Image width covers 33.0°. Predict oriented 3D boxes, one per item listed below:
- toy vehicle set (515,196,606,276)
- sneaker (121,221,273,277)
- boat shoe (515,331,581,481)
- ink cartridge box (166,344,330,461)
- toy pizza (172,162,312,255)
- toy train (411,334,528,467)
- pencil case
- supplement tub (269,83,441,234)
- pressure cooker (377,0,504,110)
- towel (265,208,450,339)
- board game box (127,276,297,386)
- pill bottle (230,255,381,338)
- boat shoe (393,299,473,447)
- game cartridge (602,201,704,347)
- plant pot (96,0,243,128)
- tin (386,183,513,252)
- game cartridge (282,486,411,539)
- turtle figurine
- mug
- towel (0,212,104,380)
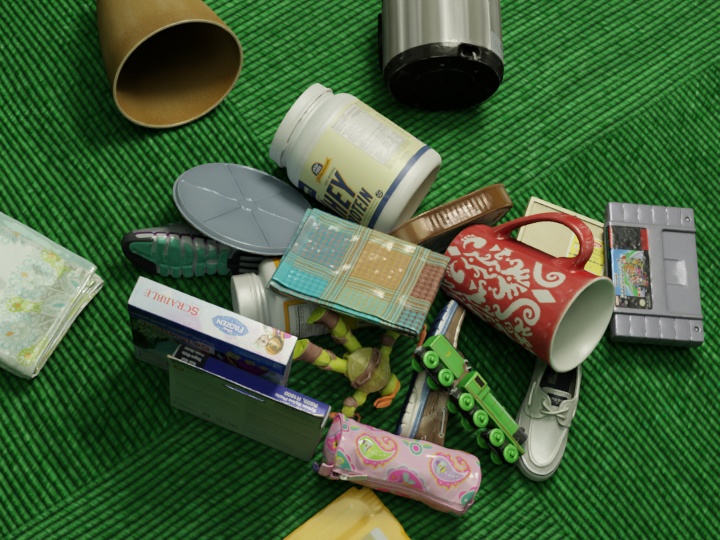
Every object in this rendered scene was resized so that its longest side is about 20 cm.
[{"bbox_3d":[0.310,-0.011,1.687,0.199,0.027,0.125,22,66,2],"label":"toy vehicle set"},{"bbox_3d":[-0.216,-0.041,1.620,0.199,0.075,0.088,6,48,-12],"label":"sneaker"},{"bbox_3d":[0.245,0.172,1.580,0.073,0.065,0.201,12,66,-2],"label":"boat shoe"},{"bbox_3d":[-0.135,0.154,1.465,0.199,0.200,0.041,22,66,2],"label":"ink cartridge box"},{"bbox_3d":[-0.152,-0.076,1.604,0.200,0.032,0.200,16,33,-11],"label":"toy pizza"},{"bbox_3d":[0.141,0.163,1.531,0.200,0.042,0.056,49,61,-10],"label":"toy train"},{"bbox_3d":[0.047,0.243,1.502,0.199,0.087,0.088,18,66,-10],"label":"pencil case"},{"bbox_3d":[-0.008,-0.147,1.639,0.200,0.145,0.145,34,67,8],"label":"supplement tub"},{"bbox_3d":[0.117,-0.347,1.724,0.178,0.176,0.201,3,70,-10],"label":"pressure cooker"},{"bbox_3d":[0.000,0.000,1.519,0.199,0.022,0.147,18,50,9],"label":"towel"},{"bbox_3d":[-0.182,0.095,1.485,0.199,0.200,0.041,21,67,2],"label":"board game box"},{"bbox_3d":[-0.064,0.030,1.576,0.199,0.109,0.110,-8,69,-11],"label":"pill bottle"},{"bbox_3d":[0.107,0.138,1.580,0.072,0.072,0.200,22,76,-3],"label":"boat shoe"},{"bbox_3d":[0.398,0.004,1.661,0.129,0.038,0.201,6,67,-10],"label":"game cartridge"},{"bbox_3d":[-0.287,-0.333,1.677,0.186,0.187,0.200,-22,59,-16],"label":"plant pot"},{"bbox_3d":[0.115,-0.058,1.633,0.200,0.112,0.042,-23,81,-21],"label":"tin"},{"bbox_3d":[-0.004,0.384,1.477,0.176,0.032,0.200,-35,76,-19],"label":"game cartridge"},{"bbox_3d":[-0.009,0.125,1.522,0.161,0.064,0.200,34,88,-23],"label":"turtle figurine"},{"bbox_3d":[0.220,0.009,1.573,0.200,0.133,0.178,30,90,36],"label":"mug"},{"bbox_3d":[-0.455,0.027,1.561,0.200,0.048,0.171,29,66,5],"label":"towel"}]
